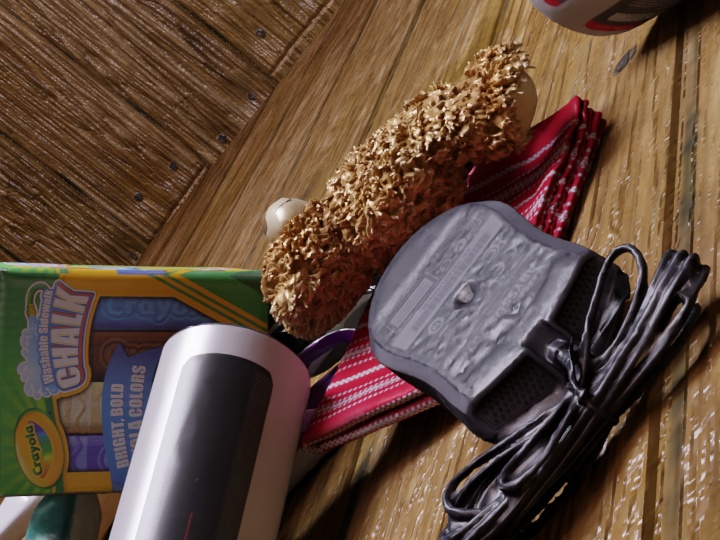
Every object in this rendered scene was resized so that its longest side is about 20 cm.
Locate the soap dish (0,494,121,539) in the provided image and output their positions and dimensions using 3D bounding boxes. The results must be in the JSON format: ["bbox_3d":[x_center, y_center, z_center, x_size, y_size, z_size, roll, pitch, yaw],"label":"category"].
[{"bbox_3d":[-0.281,0.224,1.470,0.200,0.081,0.158,-46,12,38],"label":"soap dish"}]

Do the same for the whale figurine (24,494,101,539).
[{"bbox_3d":[-0.194,0.216,0.896,0.159,0.103,0.202,120,156,-56],"label":"whale figurine"}]

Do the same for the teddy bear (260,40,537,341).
[{"bbox_3d":[0.017,-0.053,0.853,0.200,0.067,0.145,-39,19,26],"label":"teddy bear"}]

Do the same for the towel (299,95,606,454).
[{"bbox_3d":[0.048,0.000,0.817,0.144,0.022,0.201,-28,25,41],"label":"towel"}]

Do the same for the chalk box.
[{"bbox_3d":[-0.163,0.057,0.907,0.125,0.198,0.125,-173,85,-69],"label":"chalk box"}]

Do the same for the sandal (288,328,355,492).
[{"bbox_3d":[-0.025,0.067,0.919,0.203,0.050,0.083,-46,13,33],"label":"sandal"}]

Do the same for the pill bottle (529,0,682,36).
[{"bbox_3d":[0.159,-0.198,0.799,0.111,0.110,0.200,-57,11,-18],"label":"pill bottle"}]

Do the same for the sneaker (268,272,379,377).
[{"bbox_3d":[0.000,0.000,0.983,0.200,0.074,0.079,-42,-14,22],"label":"sneaker"}]

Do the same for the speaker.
[{"bbox_3d":[-0.080,0.129,0.759,0.081,0.081,0.201,-42,28,47],"label":"speaker"}]

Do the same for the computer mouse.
[{"bbox_3d":[0.063,0.034,0.641,0.139,0.053,0.200,-51,25,2],"label":"computer mouse"}]
